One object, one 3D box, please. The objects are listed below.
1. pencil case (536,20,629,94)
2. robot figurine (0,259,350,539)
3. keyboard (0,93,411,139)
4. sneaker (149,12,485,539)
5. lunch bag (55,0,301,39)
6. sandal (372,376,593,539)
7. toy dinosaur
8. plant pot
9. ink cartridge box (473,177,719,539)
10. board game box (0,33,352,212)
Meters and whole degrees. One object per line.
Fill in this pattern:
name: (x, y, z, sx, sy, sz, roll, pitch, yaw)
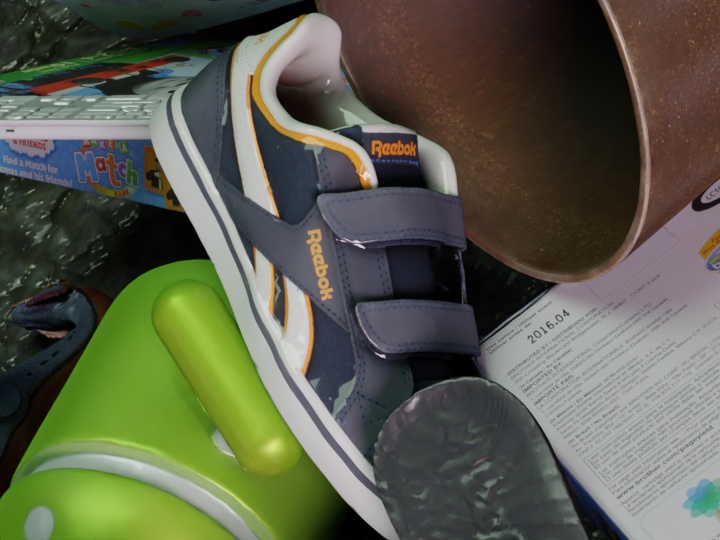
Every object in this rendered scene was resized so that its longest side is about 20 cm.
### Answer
pencil case: (0.090, -0.116, 1.159, 0.088, 0.088, 0.201, -20, 44, 18)
robot figurine: (-0.063, 0.078, 1.041, 0.176, 0.115, 0.200, -49, 11, 50)
keyboard: (-0.073, -0.062, 1.103, 0.199, 0.011, 0.056, 1, 19, 13)
sneaker: (0.000, 0.000, 0.985, 0.079, 0.078, 0.200, -39, 70, 25)
lunch bag: (-0.053, -0.178, 1.246, 0.169, 0.128, 0.200, -12, 13, 24)
sandal: (0.063, 0.125, 0.900, 0.075, 0.048, 0.201, -35, 75, 7)
toy dinosaur: (-0.169, 0.078, 1.181, 0.181, 0.201, 0.105, -20, 7, -29)
plant pot: (0.111, -0.125, 1.004, 0.200, 0.188, 0.187, -31, 36, -25)
ink cartridge box: (0.132, 0.043, 0.980, 0.136, 0.076, 0.200, -37, 41, -3)
board game box: (-0.056, -0.061, 1.181, 0.199, 0.037, 0.151, 14, 22, 41)
